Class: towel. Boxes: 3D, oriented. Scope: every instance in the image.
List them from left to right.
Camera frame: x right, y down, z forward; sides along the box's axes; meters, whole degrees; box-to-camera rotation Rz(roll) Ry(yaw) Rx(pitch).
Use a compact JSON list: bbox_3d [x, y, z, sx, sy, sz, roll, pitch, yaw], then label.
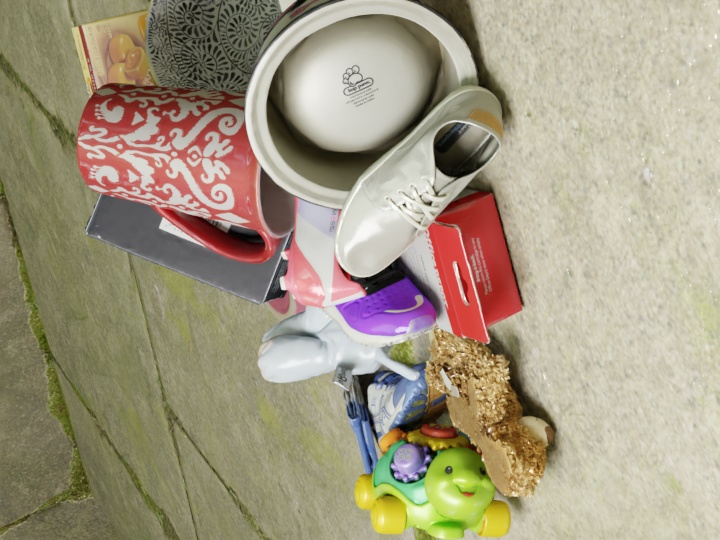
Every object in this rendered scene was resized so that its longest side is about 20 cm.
[{"bbox_3d":[-0.001,0.180,1.699,0.200,0.024,0.147,-108,4,-63],"label":"towel"}]

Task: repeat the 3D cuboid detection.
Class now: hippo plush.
[{"bbox_3d":[-0.037,0.027,1.531,0.200,0.158,0.162,-124,26,-80],"label":"hippo plush"}]

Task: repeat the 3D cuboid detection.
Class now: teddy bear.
[{"bbox_3d":[0.121,0.119,1.385,0.200,0.067,0.146,-132,28,-52],"label":"teddy bear"}]

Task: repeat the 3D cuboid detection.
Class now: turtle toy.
[{"bbox_3d":[0.080,0.210,1.463,0.200,0.145,0.102,-146,61,-75],"label":"turtle toy"}]

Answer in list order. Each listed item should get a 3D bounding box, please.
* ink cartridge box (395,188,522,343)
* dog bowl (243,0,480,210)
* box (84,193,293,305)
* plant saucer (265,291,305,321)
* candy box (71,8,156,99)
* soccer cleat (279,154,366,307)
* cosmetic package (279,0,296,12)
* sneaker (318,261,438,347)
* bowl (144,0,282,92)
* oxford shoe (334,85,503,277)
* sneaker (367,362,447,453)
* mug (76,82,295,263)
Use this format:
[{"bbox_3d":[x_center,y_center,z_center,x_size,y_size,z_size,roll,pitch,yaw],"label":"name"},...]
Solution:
[{"bbox_3d":[0.079,-0.013,1.337,0.200,0.067,0.117,20,130,63],"label":"ink cartridge box"},{"bbox_3d":[-0.003,-0.154,1.236,0.074,0.199,0.201,-107,8,-54],"label":"dog bowl"},{"bbox_3d":[-0.162,-0.056,1.568,0.199,0.124,0.198,22,-179,2],"label":"box"},{"bbox_3d":[-0.095,-0.013,1.786,0.201,0.051,0.201,52,155,37],"label":"plant saucer"},{"bbox_3d":[-0.201,-0.232,1.599,0.055,0.199,0.116,15,120,66],"label":"candy box"},{"bbox_3d":[-0.029,-0.064,1.321,0.067,0.076,0.201,44,-134,-67],"label":"soccer cleat"},{"bbox_3d":[-0.001,-0.170,1.366,0.105,0.071,0.201,15,125,65],"label":"cosmetic package"},{"bbox_3d":[-0.001,0.000,1.352,0.200,0.069,0.100,30,133,57],"label":"sneaker"},{"bbox_3d":[-0.114,-0.246,1.487,0.094,0.201,0.201,19,-150,-55],"label":"bowl"},{"bbox_3d":[0.047,-0.068,1.225,0.200,0.075,0.058,-48,29,22],"label":"oxford shoe"},{"bbox_3d":[0.039,0.141,1.581,0.088,0.075,0.200,59,157,22],"label":"sneaker"},{"bbox_3d":[-0.158,-0.092,1.393,0.199,0.133,0.178,10,105,20],"label":"mug"}]
